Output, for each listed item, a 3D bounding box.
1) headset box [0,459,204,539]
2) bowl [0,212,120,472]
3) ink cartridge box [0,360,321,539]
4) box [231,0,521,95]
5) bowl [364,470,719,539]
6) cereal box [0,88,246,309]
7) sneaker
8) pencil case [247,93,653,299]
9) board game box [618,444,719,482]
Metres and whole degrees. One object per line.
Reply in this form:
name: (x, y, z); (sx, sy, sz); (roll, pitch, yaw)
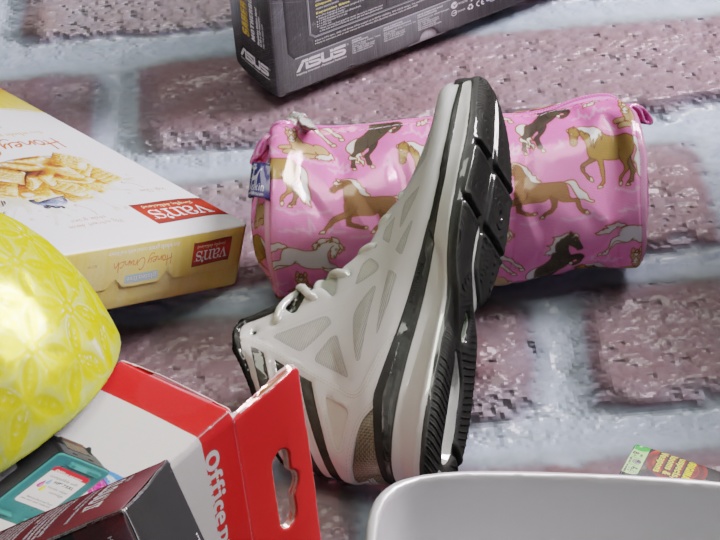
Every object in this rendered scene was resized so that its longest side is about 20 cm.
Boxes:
headset box: (-0.112, 0.168, 0.879); (0.199, 0.149, 0.075); (-24, 5, 11)
bowl: (-0.210, 0.021, 1.043); (0.199, 0.108, 0.200); (-19, 21, 7)
ink cartridge box: (-0.106, 0.121, 1.024); (0.067, 0.117, 0.200); (22, 44, 34)
box: (0.021, -0.202, 1.385); (0.200, 0.159, 0.048); (-24, 41, -22)
bowl: (0.098, 0.152, 0.894); (0.199, 0.075, 0.200); (3, 28, -5)
cereal box: (-0.175, -0.036, 1.265); (0.200, 0.040, 0.144); (27, 26, 35)
sneaker: (0.000, 0.000, 1.158); (0.115, 0.076, 0.201); (5, 69, 20)
pencil case: (0.045, -0.037, 1.237); (0.199, 0.087, 0.083); (-4, 42, -1)
board game box: (0.129, 0.145, 1.014); (0.104, 0.024, 0.200); (20, 35, 13)
